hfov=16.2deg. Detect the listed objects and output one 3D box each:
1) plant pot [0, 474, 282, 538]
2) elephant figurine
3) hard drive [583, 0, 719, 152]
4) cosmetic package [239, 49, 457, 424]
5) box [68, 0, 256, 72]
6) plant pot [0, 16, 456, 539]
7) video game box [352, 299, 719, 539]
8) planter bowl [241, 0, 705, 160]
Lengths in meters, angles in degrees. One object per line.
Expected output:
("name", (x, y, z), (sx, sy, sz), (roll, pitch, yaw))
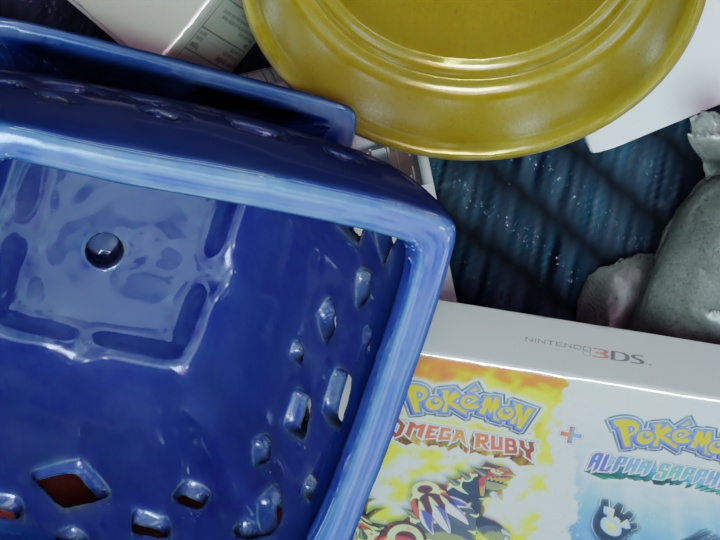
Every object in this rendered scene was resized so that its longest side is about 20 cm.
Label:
("plant pot", (-0.146, 0.170, 1.156), (0.200, 0.176, 0.200), (35, 94, -4))
("elephant figurine", (0.151, 0.054, 1.181), (0.200, 0.141, 0.155), (-39, 67, 19))
("hard drive", (0.135, -0.166, 1.163), (0.132, 0.025, 0.200), (-22, 117, 1))
("cosmetic package", (0.000, 0.000, 1.186), (0.082, 0.051, 0.201), (-13, 105, -2))
("box", (-0.046, -0.182, 1.151), (0.078, 0.095, 0.200), (41, 93, 12))
("plant pot", (-0.096, 0.013, 1.044), (0.199, 0.180, 0.201), (13, 112, -17))
("video game box", (0.097, 0.107, 1.138), (0.199, 0.047, 0.183), (9, 124, 1))
("planter bowl", (0.049, -0.151, 1.094), (0.200, 0.084, 0.201), (2, 131, 2))
